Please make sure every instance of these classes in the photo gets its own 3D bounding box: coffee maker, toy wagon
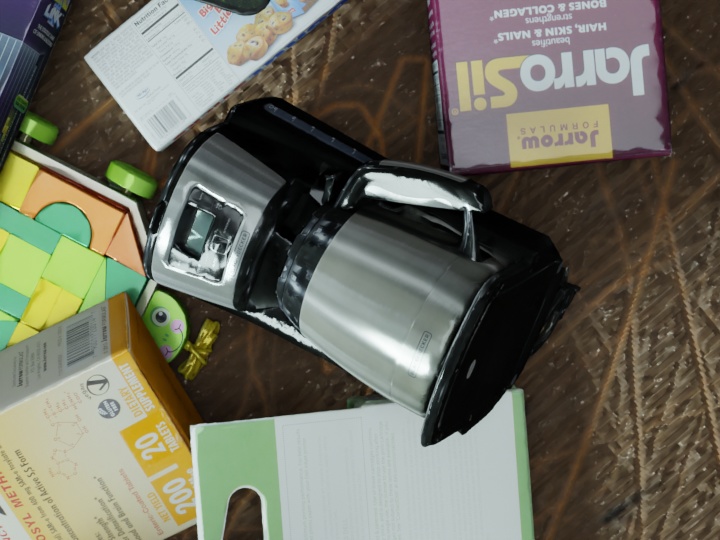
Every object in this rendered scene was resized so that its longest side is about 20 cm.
[{"bbox_3d":[0.000,0.000,1.169,0.199,0.192,0.135,29,88,18],"label":"coffee maker"},{"bbox_3d":[-0.177,0.004,1.226,0.199,0.040,0.156,27,95,1],"label":"toy wagon"}]

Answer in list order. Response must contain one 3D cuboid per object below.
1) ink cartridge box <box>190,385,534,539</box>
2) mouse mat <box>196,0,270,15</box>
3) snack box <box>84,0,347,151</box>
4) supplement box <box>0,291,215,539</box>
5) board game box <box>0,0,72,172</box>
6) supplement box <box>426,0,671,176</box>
[{"bbox_3d":[0.002,0.147,1.203,0.198,0.048,0.147,-5,94,-9],"label":"ink cartridge box"},{"bbox_3d":[-0.125,-0.246,1.200,0.199,0.008,0.162,18,77,2],"label":"mouse mat"},{"bbox_3d":[-0.064,-0.160,1.218,0.200,0.024,0.072,-38,89,4],"label":"snack box"},{"bbox_3d":[-0.193,0.117,1.193,0.199,0.074,0.126,-26,119,5],"label":"supplement box"},{"bbox_3d":[-0.287,-0.129,1.191,0.199,0.057,0.166,21,87,9],"label":"board game box"},{"bbox_3d":[0.101,-0.159,1.173,0.130,0.103,0.202,-6,94,1],"label":"supplement box"}]
